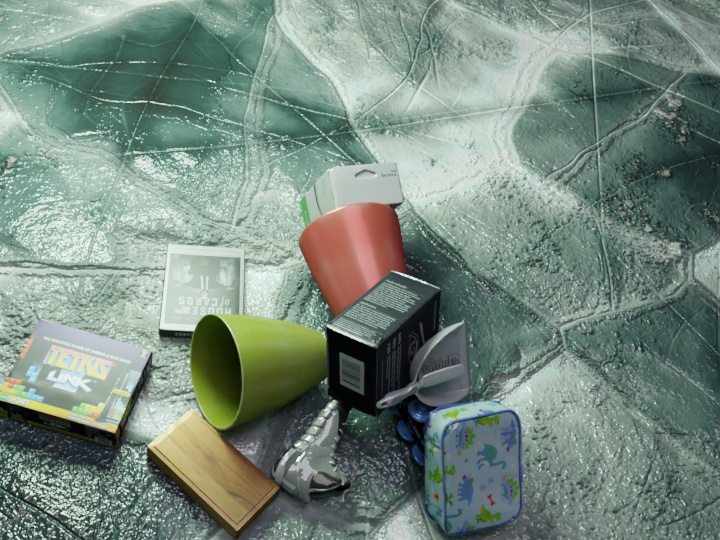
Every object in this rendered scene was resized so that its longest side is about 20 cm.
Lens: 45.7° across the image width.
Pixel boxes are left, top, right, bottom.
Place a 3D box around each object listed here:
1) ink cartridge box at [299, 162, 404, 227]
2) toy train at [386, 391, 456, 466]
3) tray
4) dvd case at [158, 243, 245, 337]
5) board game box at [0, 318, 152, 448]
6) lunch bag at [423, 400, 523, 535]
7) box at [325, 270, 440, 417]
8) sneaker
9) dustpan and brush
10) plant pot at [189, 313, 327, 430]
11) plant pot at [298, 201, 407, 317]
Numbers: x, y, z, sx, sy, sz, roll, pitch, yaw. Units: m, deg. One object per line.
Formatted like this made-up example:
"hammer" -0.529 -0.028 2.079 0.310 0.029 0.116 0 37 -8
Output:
"ink cartridge box" -0.020 -0.136 1.668 0.145 0.200 0.085 -9 81 -20
"toy train" 0.122 0.251 1.475 0.113 0.087 0.201 -8 51 -31
"tray" -0.234 0.319 1.356 0.200 0.037 0.099 38 53 16
"dvd case" -0.290 0.037 1.581 0.149 0.025 0.201 4 50 -11
"board game box" -0.463 0.182 1.397 0.198 0.057 0.166 16 50 -1
"lunch bag" 0.184 0.314 1.369 0.159 0.202 0.082 -8 11 -21
"box" 0.040 0.118 1.424 0.104 0.149 0.200 20 37 29
"sneaker" -0.048 0.302 1.402 0.115 0.075 0.200 38 61 10
"dustpan and brush" 0.106 0.179 1.400 0.198 0.141 0.057 -17 27 -19
"plant pot" -0.156 0.157 1.434 0.199 0.188 0.188 -4 51 -37
"plant pot" 0.000 0.000 1.590 0.199 0.201 0.179 -8 64 -20
